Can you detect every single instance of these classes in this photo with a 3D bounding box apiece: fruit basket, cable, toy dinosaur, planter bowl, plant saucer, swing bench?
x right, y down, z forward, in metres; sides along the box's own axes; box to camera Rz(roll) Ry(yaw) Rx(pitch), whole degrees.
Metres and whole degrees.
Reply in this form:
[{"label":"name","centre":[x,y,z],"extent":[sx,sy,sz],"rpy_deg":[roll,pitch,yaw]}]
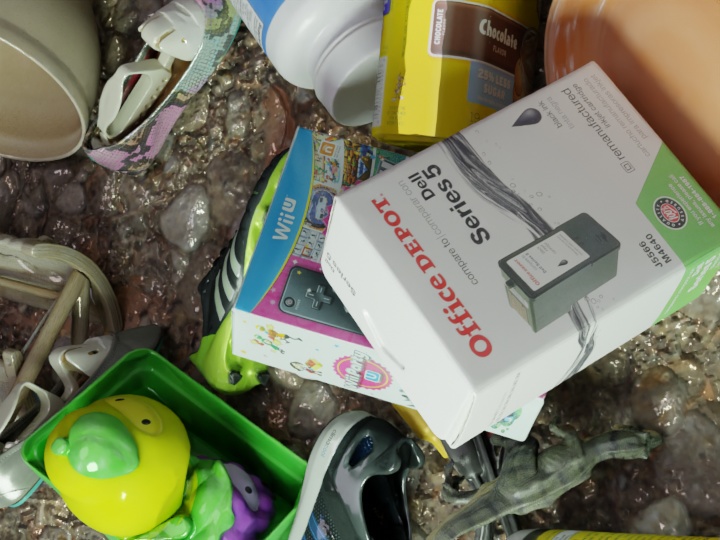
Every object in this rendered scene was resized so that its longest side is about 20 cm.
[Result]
[{"label":"fruit basket","centre":[-0.147,0.140,0.981],"extent":[0.215,0.155,0.217],"rpy_deg":[33,147,25]},{"label":"cable","centre":[0.090,0.138,0.944],"extent":[0.097,0.050,0.201],"rpy_deg":[-24,84,13]},{"label":"toy dinosaur","centre":[0.094,0.134,0.874],"extent":[0.199,0.048,0.088],"rpy_deg":[-31,29,-11]},{"label":"planter bowl","centre":[-0.305,-0.206,1.165],"extent":[0.199,0.200,0.136],"rpy_deg":[-1,58,34]},{"label":"plant saucer","centre":[0.191,-0.106,0.834],"extent":[0.200,0.037,0.201],"rpy_deg":[43,147,38]},{"label":"swing bench","centre":[-0.322,0.062,1.175],"extent":[0.198,0.129,0.202],"rpy_deg":[12,87,36]}]

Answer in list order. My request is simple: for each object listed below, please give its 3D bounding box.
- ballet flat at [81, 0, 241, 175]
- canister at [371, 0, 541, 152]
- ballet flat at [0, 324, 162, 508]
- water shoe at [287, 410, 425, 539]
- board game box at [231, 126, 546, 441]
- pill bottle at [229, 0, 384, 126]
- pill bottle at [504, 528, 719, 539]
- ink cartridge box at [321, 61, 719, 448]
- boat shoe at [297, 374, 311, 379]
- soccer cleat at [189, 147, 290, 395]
[{"label":"ballet flat","centre":[-0.165,-0.165,1.119],"extent":[0.069,0.071,0.201],"rpy_deg":[46,110,30]},{"label":"canister","centre":[0.070,-0.179,0.912],"extent":[0.086,0.148,0.202],"rpy_deg":[6,91,26]},{"label":"ballet flat","centre":[-0.234,0.098,1.078],"extent":[0.067,0.064,0.200],"rpy_deg":[-7,37,52]},{"label":"water shoe","centre":[-0.008,0.202,0.957],"extent":[0.079,0.071,0.202],"rpy_deg":[21,108,40]},{"label":"board game box","centre":[0.032,0.006,0.881],"extent":[0.198,0.064,0.148],"rpy_deg":[15,60,4]},{"label":"pill bottle","centre":[-0.035,-0.207,1.009],"extent":[0.112,0.112,0.201],"rpy_deg":[-46,63,22]},{"label":"pill bottle","centre":[0.180,0.216,0.816],"extent":[0.199,0.112,0.114],"rpy_deg":[-5,83,35]},{"label":"ink cartridge box","centre":[0.097,-0.012,0.813],"extent":[0.146,0.199,0.084],"rpy_deg":[54,158,19]},{"label":"boat shoe","centre":[0.000,0.000,0.991],"extent":[0.200,0.066,0.072],"rpy_deg":[-47,62,22]},{"label":"soccer cleat","centre":[-0.087,-0.004,1.056],"extent":[0.081,0.067,0.202],"rpy_deg":[26,101,46]}]
